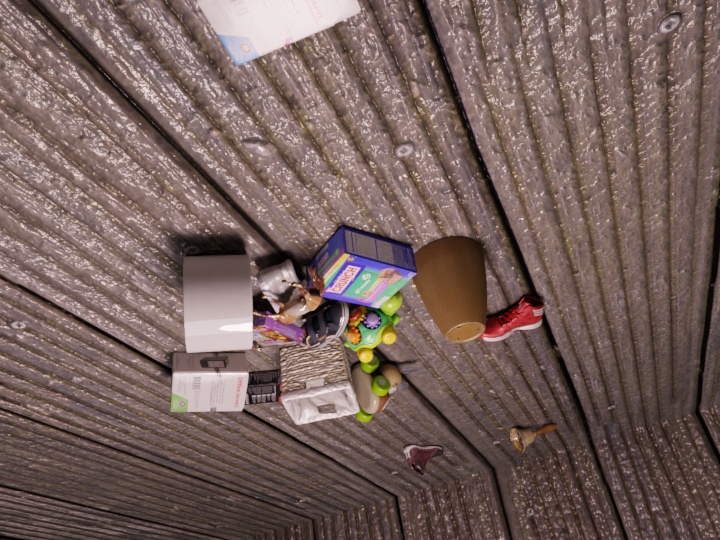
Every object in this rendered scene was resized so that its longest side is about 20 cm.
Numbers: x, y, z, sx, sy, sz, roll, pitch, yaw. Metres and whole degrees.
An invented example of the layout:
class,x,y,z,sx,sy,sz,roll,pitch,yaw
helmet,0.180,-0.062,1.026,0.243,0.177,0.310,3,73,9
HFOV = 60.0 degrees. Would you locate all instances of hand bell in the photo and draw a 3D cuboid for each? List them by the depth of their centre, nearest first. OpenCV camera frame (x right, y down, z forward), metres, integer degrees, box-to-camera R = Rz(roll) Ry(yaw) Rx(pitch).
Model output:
class,x,y,z,sx,sy,sz,roll,pitch,yaw
hand bell,0.735,0.679,2.602,0.197,0.105,0.105,-13,148,-17

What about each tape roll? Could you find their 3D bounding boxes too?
class,x,y,z,sx,sy,sz,roll,pitch,yaw
tape roll,-0.301,0.069,1.324,0.137,0.205,0.204,-1,145,-12

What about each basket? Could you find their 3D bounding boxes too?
class,x,y,z,sx,sy,sz,roll,pitch,yaw
basket,-0.117,0.316,1.765,0.195,0.163,0.201,-11,145,1

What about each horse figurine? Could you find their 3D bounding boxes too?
class,x,y,z,sx,sy,sz,roll,pitch,yaw
horse figurine,-0.145,0.067,1.376,0.199,0.050,0.132,-35,141,25

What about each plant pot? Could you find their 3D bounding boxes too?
class,x,y,z,sx,sy,sz,roll,pitch,yaw
plant pot,0.222,0.059,1.456,0.183,0.203,0.188,-8,147,-5

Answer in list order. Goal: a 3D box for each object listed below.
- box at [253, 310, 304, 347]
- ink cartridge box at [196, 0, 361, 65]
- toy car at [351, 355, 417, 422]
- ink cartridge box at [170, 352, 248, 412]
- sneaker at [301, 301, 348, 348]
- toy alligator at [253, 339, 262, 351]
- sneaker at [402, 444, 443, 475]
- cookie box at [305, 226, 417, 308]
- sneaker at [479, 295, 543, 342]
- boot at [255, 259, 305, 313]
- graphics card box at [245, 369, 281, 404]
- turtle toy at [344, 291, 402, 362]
class,x,y,z,sx,sy,sz,roll,pitch,yaw
box,-0.257,0.151,1.545,0.198,0.040,0.136,-10,150,36
ink cartridge box,-0.110,-0.380,0.854,0.197,0.069,0.115,-18,145,11
toy car,0.080,0.345,1.888,0.197,0.159,0.166,-2,136,-31
ink cartridge box,-0.413,0.305,1.701,0.197,0.084,0.147,3,123,-18
sneaker,-0.102,0.145,1.598,0.078,0.079,0.200,5,145,-31
toy alligator,-0.290,0.108,1.449,0.055,0.199,0.059,-56,165,6
sneaker,0.267,0.793,2.591,0.197,0.117,0.076,10,141,-27
cookie box,0.000,0.000,1.420,0.197,0.076,0.171,14,140,-30
sneaker,0.415,0.121,1.725,0.197,0.079,0.117,-18,139,-11
boot,-0.168,0.043,1.443,0.094,0.074,0.200,-25,156,-2
graphics card box,-0.322,0.353,1.860,0.196,0.051,0.126,-5,145,-10
turtle toy,0.031,0.124,1.569,0.199,0.146,0.101,-40,115,10
